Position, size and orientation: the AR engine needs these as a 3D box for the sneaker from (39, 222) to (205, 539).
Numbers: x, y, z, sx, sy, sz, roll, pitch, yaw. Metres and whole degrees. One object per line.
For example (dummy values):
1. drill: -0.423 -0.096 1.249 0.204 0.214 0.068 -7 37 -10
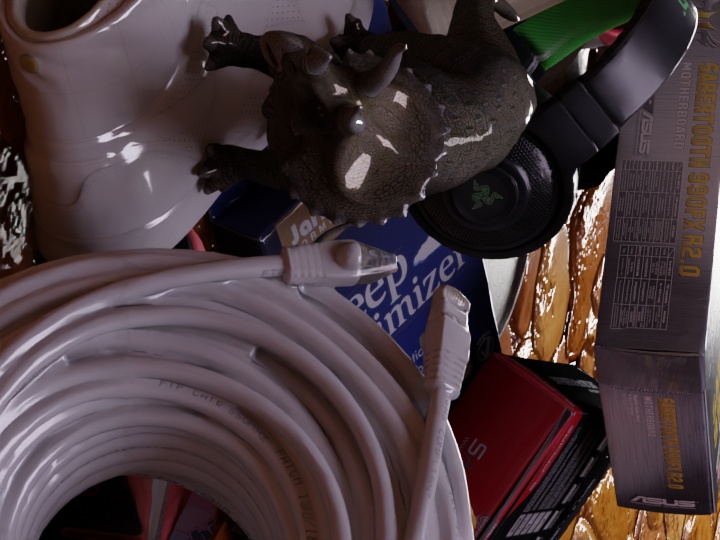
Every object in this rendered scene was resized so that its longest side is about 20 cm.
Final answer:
1. sneaker: -0.084 0.082 0.845 0.087 0.074 0.200 54 49 -61

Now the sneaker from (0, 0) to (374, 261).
1. sneaker: -0.055 -0.102 0.847 0.200 0.074 0.116 -57 150 -42

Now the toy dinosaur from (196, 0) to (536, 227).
1. toy dinosaur: 0.012 -0.051 0.820 0.200 0.102 0.077 -10 115 -56

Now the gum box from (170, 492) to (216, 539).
1. gum box: -0.053 0.133 0.939 0.114 0.066 0.200 68 38 -51

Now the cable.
1. cable: -0.065 0.087 0.747 0.069 0.200 0.200 105 -14 -62

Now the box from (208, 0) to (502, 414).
1. box: 0.000 0.000 1.020 0.121 0.032 0.200 -43 136 -31

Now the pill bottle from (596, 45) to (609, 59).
1. pill bottle: 0.182 -0.117 1.352 0.106 0.106 0.200 -32 127 -61

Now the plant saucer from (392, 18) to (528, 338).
1. plant saucer: 0.042 -0.027 1.150 0.200 0.034 0.201 9 90 -66

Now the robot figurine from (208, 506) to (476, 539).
1. robot figurine: -0.025 0.132 0.843 0.200 0.058 0.145 -63 148 -36

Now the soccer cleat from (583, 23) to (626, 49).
1. soccer cleat: 0.081 -0.162 1.137 0.200 0.073 0.068 47 56 -57

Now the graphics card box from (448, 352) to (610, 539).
1. graphics card box: 0.065 0.103 1.142 0.126 0.051 0.200 -56 164 6

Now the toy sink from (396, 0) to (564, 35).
1. toy sink: 0.033 -0.206 0.895 0.130 0.112 0.200 58 -10 44

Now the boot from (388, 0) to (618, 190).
1. boot: 0.090 -0.107 1.082 0.200 0.097 0.075 44 41 -42

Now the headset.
1. headset: 0.051 -0.037 0.947 0.094 0.200 0.124 50 4 -18

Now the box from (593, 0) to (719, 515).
1. box: 0.144 -0.013 1.116 0.158 0.048 0.200 74 22 -58
